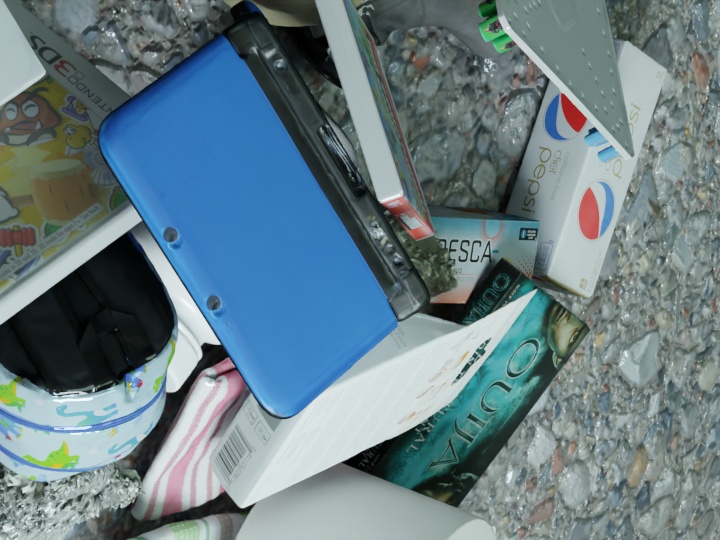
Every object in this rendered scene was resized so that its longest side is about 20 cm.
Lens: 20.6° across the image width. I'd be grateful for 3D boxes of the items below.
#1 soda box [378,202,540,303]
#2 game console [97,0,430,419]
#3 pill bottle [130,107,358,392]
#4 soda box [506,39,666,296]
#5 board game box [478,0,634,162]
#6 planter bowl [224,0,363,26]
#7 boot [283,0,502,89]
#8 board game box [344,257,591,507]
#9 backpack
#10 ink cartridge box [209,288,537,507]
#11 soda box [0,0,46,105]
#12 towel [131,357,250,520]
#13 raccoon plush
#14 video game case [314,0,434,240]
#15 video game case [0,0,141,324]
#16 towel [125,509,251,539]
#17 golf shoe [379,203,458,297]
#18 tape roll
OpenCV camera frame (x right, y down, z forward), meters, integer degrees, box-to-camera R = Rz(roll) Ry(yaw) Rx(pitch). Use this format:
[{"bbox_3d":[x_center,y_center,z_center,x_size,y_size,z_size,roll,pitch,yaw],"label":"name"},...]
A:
[{"bbox_3d":[0.049,-0.014,1.504,0.199,0.063,0.069,1,100,-48],"label":"soda box"},{"bbox_3d":[-0.058,-0.041,1.165,0.118,0.171,0.201,-31,104,1],"label":"game console"},{"bbox_3d":[-0.097,-0.023,1.309,0.201,0.110,0.111,-55,134,-21],"label":"pill bottle"},{"bbox_3d":[0.177,-0.086,1.609,0.068,0.063,0.202,24,84,-47],"label":"soda box"},{"bbox_3d":[0.137,-0.204,1.491,0.200,0.026,0.201,38,37,-45],"label":"board game box"},{"bbox_3d":[-0.043,-0.244,1.267,0.200,0.199,0.135,-45,157,-28],"label":"planter bowl"},{"bbox_3d":[0.020,-0.181,1.435,0.200,0.070,0.132,39,77,-36],"label":"boot"},{"bbox_3d":[0.087,0.098,1.548,0.201,0.028,0.135,-53,143,2],"label":"board game box"},{"bbox_3d":[-0.191,0.024,1.159,0.162,0.199,0.155,-23,134,-39],"label":"backpack"},{"bbox_3d":[0.008,0.072,1.333,0.199,0.047,0.160,-24,159,-34],"label":"ink cartridge box"},{"bbox_3d":[-0.259,-0.172,1.082,0.068,0.063,0.201,-39,106,-34],"label":"soda box"},{"bbox_3d":[-0.060,0.101,1.390,0.199,0.030,0.147,-18,145,-43],"label":"towel"},{"bbox_3d":[-0.200,0.176,1.237,0.096,0.133,0.202,-17,113,-44],"label":"raccoon plush"},{"bbox_3d":[0.010,-0.099,1.250,0.200,0.017,0.144,35,38,-81],"label":"video game case"},{"bbox_3d":[-0.221,-0.062,1.127,0.200,0.182,0.023,-39,159,-32],"label":"video game case"},{"bbox_3d":[-0.120,0.247,1.378,0.200,0.030,0.151,0,103,-66],"label":"towel"},{"bbox_3d":[0.000,0.000,1.363,0.079,0.097,0.200,63,21,7],"label":"golf shoe"},{"bbox_3d":[-0.006,0.249,1.424,0.203,0.138,0.204,-48,147,-45],"label":"tape roll"}]
